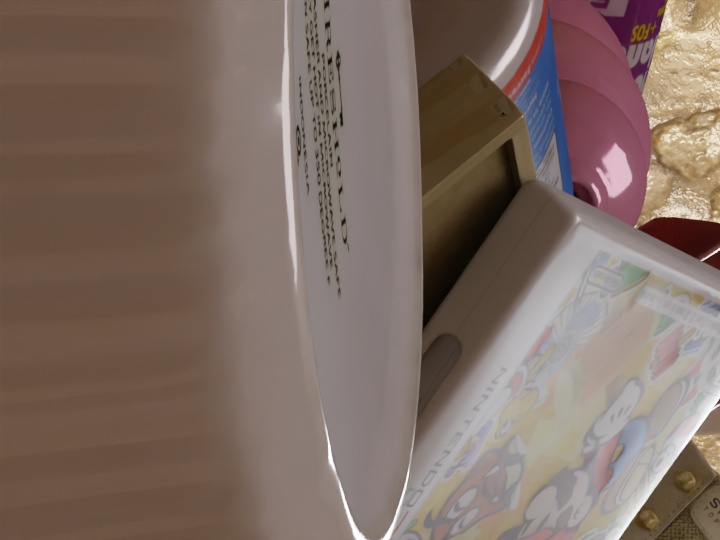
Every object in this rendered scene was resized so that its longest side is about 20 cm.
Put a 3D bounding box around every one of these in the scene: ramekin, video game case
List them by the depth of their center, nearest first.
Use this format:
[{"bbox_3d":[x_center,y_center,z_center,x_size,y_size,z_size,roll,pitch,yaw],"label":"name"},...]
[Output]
[{"bbox_3d":[-0.044,-0.023,0.433,0.202,0.094,0.204,-2,90,-80],"label":"ramekin"},{"bbox_3d":[0.044,0.068,0.700,0.183,0.023,0.200,-56,154,8],"label":"video game case"}]

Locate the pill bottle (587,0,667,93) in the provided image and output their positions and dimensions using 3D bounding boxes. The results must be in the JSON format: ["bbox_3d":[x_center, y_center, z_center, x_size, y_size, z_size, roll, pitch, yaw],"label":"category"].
[{"bbox_3d":[0.083,-0.095,1.099,0.112,0.112,0.201,-73,176,-64],"label":"pill bottle"}]

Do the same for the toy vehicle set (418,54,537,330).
[{"bbox_3d":[0.004,0.036,0.666,0.027,0.124,0.200,45,-13,27],"label":"toy vehicle set"}]

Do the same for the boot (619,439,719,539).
[{"bbox_3d":[0.091,0.140,0.874,0.072,0.154,0.200,50,9,-41],"label":"boot"}]

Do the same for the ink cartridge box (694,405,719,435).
[{"bbox_3d":[0.137,0.034,1.213,0.147,0.198,0.084,-52,138,-77],"label":"ink cartridge box"}]

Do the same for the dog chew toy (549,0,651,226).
[{"bbox_3d":[0.065,-0.054,0.941,0.200,0.124,0.125,-113,-164,-70],"label":"dog chew toy"}]

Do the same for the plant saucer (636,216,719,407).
[{"bbox_3d":[0.080,0.059,0.994,0.037,0.199,0.200,55,-4,23],"label":"plant saucer"}]

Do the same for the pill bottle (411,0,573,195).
[{"bbox_3d":[0.012,-0.036,0.730,0.200,0.111,0.113,74,17,-60],"label":"pill bottle"}]
